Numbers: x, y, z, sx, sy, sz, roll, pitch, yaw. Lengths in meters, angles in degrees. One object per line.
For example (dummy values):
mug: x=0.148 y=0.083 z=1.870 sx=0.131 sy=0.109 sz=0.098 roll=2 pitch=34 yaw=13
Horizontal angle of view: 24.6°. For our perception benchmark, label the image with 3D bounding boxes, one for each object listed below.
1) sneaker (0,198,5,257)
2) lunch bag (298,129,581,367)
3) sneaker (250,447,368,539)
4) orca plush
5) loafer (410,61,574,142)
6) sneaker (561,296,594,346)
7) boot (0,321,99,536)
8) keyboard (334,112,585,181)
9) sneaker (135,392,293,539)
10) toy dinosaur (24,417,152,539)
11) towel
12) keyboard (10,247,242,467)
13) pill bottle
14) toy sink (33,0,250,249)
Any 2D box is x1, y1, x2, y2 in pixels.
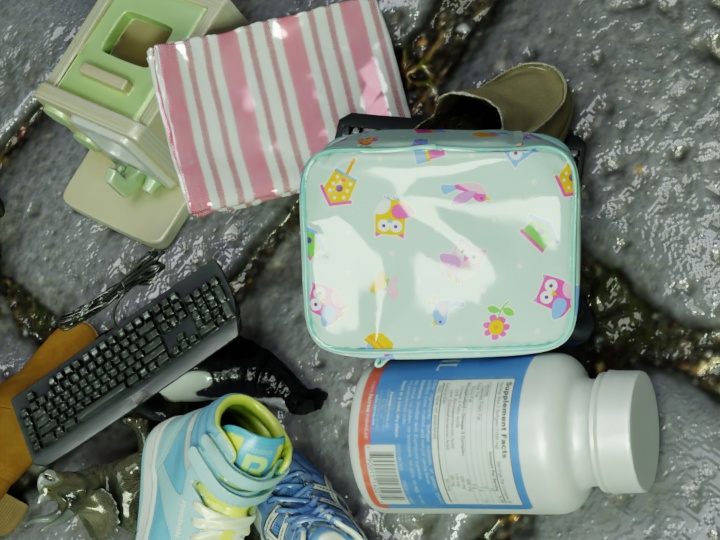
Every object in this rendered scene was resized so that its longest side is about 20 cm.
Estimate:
sneaker: x=-0.372 y=0.005 z=1.454 sx=0.097 sy=0.071 sz=0.201 roll=7 pitch=68 yaw=30
lunch bag: x=0.053 y=-0.015 z=1.144 sx=0.199 sy=0.077 sz=0.161 roll=-1 pitch=103 yaw=7
sneaker: x=-0.030 y=0.187 z=1.184 sx=0.075 sy=0.077 sz=0.200 roll=-24 pitch=56 yaw=-21
orca plush: x=-0.126 y=0.066 z=1.282 sx=0.199 sy=0.071 sz=0.105 roll=19 pitch=41 yaw=32
loafer: x=0.097 y=-0.106 z=1.234 sx=0.076 sy=0.068 sz=0.200 roll=25 pitch=48 yaw=26
sneaker: x=0.077 y=0.014 z=1.231 sx=0.199 sy=0.066 sz=0.079 roll=28 pitch=117 yaw=9
boot: x=-0.290 y=0.110 z=1.320 sx=0.070 sy=0.144 sz=0.202 roll=15 pitch=73 yaw=30
keyboard: x=0.069 y=-0.072 z=1.272 sx=0.199 sy=0.040 sz=0.105 roll=6 pitch=72 yaw=14
sneaker: x=-0.100 y=0.177 z=1.152 sx=0.130 sy=0.079 sz=0.201 roll=-35 pitch=51 yaw=44
toy dinosaur: x=-0.147 y=0.174 z=1.272 sx=0.199 sy=0.077 sz=0.103 roll=14 pitch=74 yaw=-2
towel: x=-0.061 y=-0.135 z=1.331 sx=0.199 sy=0.030 sz=0.147 roll=-15 pitch=81 yaw=-8
keyboard: x=-0.188 y=0.054 z=1.279 sx=0.199 sy=0.021 sz=0.127 roll=-34 pitch=50 yaw=7
pill bottle: x=0.102 y=0.114 z=1.150 sx=0.199 sy=0.112 sz=0.113 roll=-3 pitch=65 yaw=23
toy sink: x=-0.188 y=-0.143 z=1.413 sx=0.130 sy=0.112 sz=0.201 roll=24 pitch=78 yaw=33
